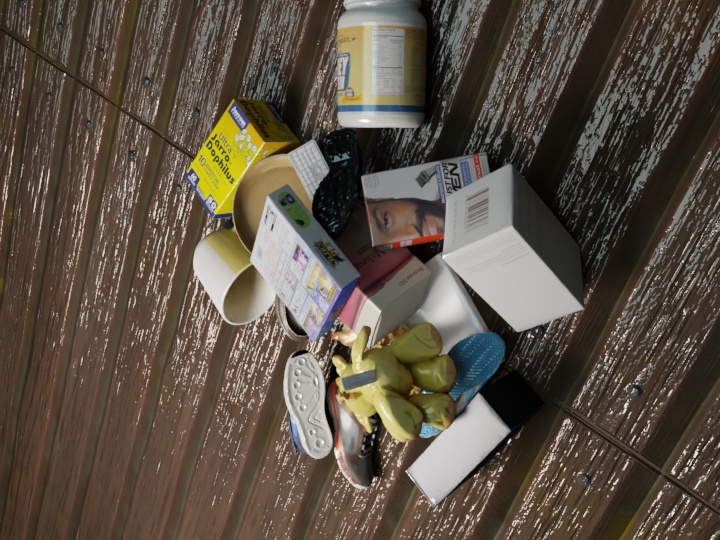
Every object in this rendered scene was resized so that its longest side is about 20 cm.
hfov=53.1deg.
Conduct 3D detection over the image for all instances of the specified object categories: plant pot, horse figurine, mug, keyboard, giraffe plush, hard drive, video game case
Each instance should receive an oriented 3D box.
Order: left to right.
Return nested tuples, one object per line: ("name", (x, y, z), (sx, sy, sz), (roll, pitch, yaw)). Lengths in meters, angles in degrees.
("mug", (-0.236, -0.012, 1.404), (0.152, 0.186, 0.151), (39, 160, 32))
("plant pot", (-0.132, -0.105, 1.296), (0.194, 0.027, 0.207), (1, 85, -7))
("video game case", (-0.093, -0.005, 1.134), (0.182, 0.045, 0.201), (51, 151, 12))
("keyboard", (-0.060, -0.131, 1.286), (0.055, 0.011, 0.204), (-27, 90, 2))
("horse figurine", (-0.015, 0.071, 1.297), (0.131, 0.049, 0.205), (28, 113, 28))
("giraffe plush", (0.032, 0.178, 1.106), (0.162, 0.195, 0.178), (144, 129, -61))
("hard drive", (0.140, 0.091, 1.207), (0.131, 0.026, 0.203), (-36, 78, 34))

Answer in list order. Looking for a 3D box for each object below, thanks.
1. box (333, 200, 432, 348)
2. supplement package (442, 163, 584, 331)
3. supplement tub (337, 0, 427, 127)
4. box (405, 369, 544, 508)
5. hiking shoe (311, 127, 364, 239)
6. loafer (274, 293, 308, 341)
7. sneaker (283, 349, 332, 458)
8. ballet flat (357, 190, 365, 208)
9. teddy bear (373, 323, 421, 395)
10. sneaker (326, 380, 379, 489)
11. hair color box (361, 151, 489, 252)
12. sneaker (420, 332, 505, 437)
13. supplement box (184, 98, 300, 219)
("box", (0.000, 0.000, 1.176), (0.200, 0.127, 0.110), (43, 147, 21))
("supplement package", (0.217, -0.026, 1.014), (0.116, 0.119, 0.199), (-24, 130, 34))
("supplement tub", (0.033, -0.329, 1.132), (0.142, 0.143, 0.206), (7, 103, 33))
("box", (0.181, 0.265, 1.141), (0.079, 0.140, 0.201), (46, 120, 17))
("hiking shoe", (-0.023, -0.127, 1.144), (0.072, 0.087, 0.205), (-4, 58, 24))
("loafer", (-0.119, 0.032, 1.336), (0.070, 0.071, 0.206), (2, 100, 60))
("sneaker", (-0.110, 0.244, 1.349), (0.146, 0.079, 0.206), (178, 78, -72))
("ballet flat", (0.016, -0.106, 1.234), (0.197, 0.067, 0.072), (28, 119, 28))
("teddy bear", (0.056, 0.178, 1.240), (0.142, 0.066, 0.206), (17, 117, 32))
("sneaker", (-0.002, 0.298, 1.318), (0.080, 0.077, 0.206), (-16, 90, 29))
("hair color box", (0.105, -0.104, 1.106), (0.194, 0.064, 0.114), (-11, 83, 3))
("sneaker", (0.157, 0.178, 1.154), (0.077, 0.080, 0.201), (45, 101, 20))
("supplement box", (-0.224, -0.209, 1.356), (0.110, 0.109, 0.200), (52, 122, 15))
